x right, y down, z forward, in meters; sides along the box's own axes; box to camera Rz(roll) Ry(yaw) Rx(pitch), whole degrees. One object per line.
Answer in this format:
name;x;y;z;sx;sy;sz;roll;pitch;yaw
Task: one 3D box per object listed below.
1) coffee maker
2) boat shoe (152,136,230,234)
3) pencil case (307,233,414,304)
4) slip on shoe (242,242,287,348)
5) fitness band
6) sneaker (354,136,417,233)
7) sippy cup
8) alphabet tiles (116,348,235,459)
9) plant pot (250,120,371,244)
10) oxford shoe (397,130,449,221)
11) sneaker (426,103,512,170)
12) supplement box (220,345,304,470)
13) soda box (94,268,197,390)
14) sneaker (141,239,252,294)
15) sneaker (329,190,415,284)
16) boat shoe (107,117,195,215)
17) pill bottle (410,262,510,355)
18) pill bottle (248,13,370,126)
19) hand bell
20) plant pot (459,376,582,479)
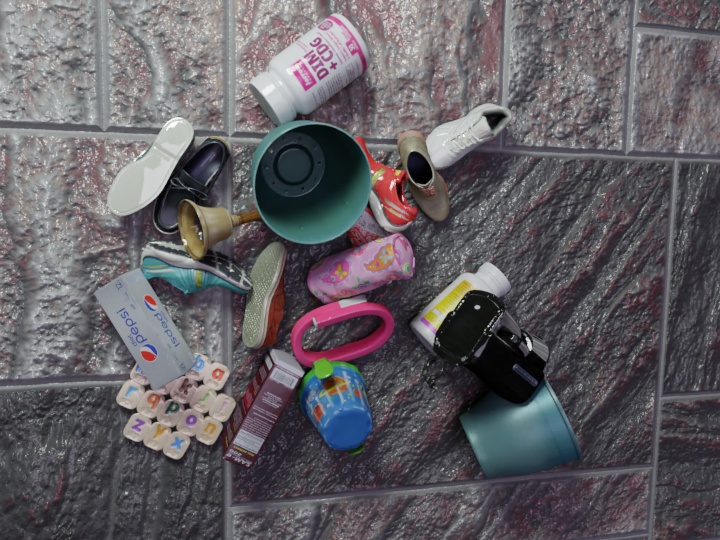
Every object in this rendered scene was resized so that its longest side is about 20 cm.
coffee maker;0.233;0.160;1.165;0.192;0.135;0.200;-40;127;14
boat shoe;-0.300;-0.152;1.107;0.074;0.062;0.201;37;88;-17
pencil case;0.000;0.000;1.137;0.199;0.087;0.088;-20;103;29
slip on shoe;-0.169;0.047;1.167;0.061;0.074;0.202;13;86;-50
fitness band;-0.032;0.118;1.180;0.199;0.038;0.144;-15;135;-10
sneaker;0.045;-0.167;1.156;0.085;0.077;0.201;-33;77;21
sippy cup;-0.039;0.259;1.168;0.177;0.130;0.140;32;100;-26
alphabet tiles;-0.340;0.242;1.163;0.199;0.015;0.196;30;88;-15
plant pot;-0.099;-0.165;1.085;0.199;0.161;0.202;-7;113;-17
oxford shoe;0.119;-0.162;1.183;0.070;0.074;0.200;-22;126;15
sneaker;0.206;-0.264;1.205;0.200;0.099;0.078;-37;103;-8
supplement box;-0.183;0.249;1.156;0.061;0.109;0.201;30;89;-16
soda box;-0.373;0.102;1.094;0.068;0.063;0.201;-29;97;15
sneaker;-0.294;0.005;1.132;0.199;0.078;0.080;17;111;-11
sneaker;0.003;-0.057;1.192;0.201;0.067;0.108;35;84;-18
boat shoe;-0.358;-0.175;1.088;0.073;0.062;0.200;38;85;-10
pill bottle;0.201;0.077;1.237;0.200;0.104;0.104;-42;104;-6
pill bottle;-0.091;-0.351;1.112;0.200;0.113;0.114;-39;104;-7
hand bell;-0.212;-0.092;1.120;0.199;0.104;0.105;-17;101;-37
plant pot;0.309;0.319;1.256;0.187;0.200;0.201;-26;102;4
